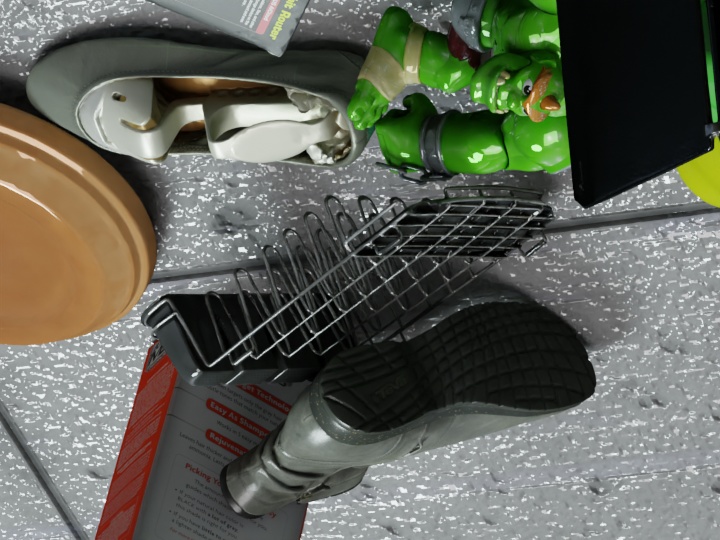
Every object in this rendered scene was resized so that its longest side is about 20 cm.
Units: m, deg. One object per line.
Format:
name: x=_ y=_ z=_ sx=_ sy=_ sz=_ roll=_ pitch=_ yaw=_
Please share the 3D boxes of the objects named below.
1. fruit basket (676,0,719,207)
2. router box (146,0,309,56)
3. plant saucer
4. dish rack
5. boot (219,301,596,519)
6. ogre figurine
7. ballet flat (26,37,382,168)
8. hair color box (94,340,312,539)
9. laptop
fruit basket: x=0.231 y=-0.093 z=1.439 sx=0.215 sy=0.156 sz=0.216 roll=32 pitch=178 yaw=1
router box: x=-0.068 y=-0.210 z=1.417 sx=0.150 sy=0.062 sz=0.200 roll=22 pitch=137 yaw=-8
plant saucer: x=-0.214 y=-0.020 z=1.665 sx=0.200 sy=0.038 sz=0.200 roll=10 pitch=142 yaw=8
dish rack: x=0.000 y=0.000 z=1.585 sx=0.200 sy=0.055 sz=0.153 roll=-36 pitch=160 yaw=32
boot: x=0.023 y=0.080 z=1.656 sx=0.200 sy=0.068 sz=0.131 roll=-8 pitch=158 yaw=-36
ogre figurine: x=0.063 y=-0.120 z=1.461 sx=0.120 sy=0.098 sz=0.201 roll=16 pitch=113 yaw=19
ballet flat: x=-0.087 y=-0.084 z=1.557 sx=0.199 sy=0.064 sz=0.068 roll=1 pitch=131 yaw=14
hair color box: x=-0.085 y=0.127 z=1.681 sx=0.101 sy=0.200 sz=0.061 roll=30 pitch=136 yaw=-18
laptop: x=0.180 y=-0.132 z=1.321 sx=0.199 sy=0.178 sz=0.103 roll=-7 pitch=169 yaw=10
